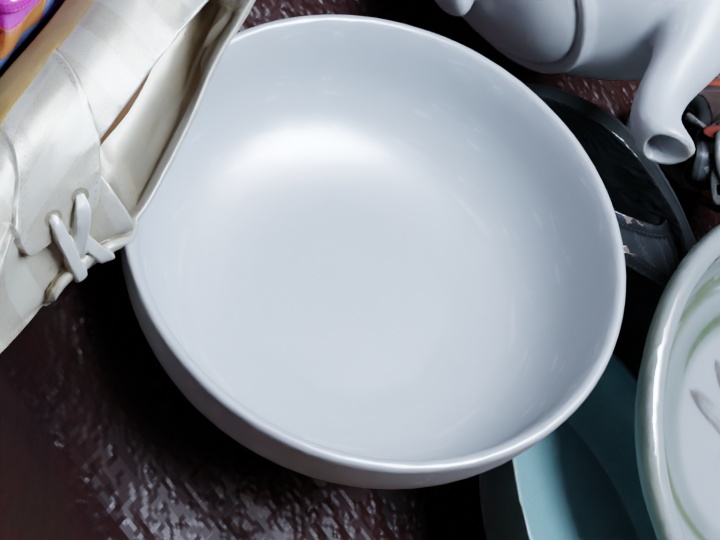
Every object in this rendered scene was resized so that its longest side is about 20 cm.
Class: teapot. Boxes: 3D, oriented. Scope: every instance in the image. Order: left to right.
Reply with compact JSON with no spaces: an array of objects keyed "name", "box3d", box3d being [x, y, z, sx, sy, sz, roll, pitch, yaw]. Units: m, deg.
[{"name":"teapot","box3d":[0.086,-0.162,0.849,0.146,0.200,0.198,-33,110,-19]}]

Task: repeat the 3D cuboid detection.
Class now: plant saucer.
[{"name":"plant saucer","box3d":[0.103,0.121,0.811,0.200,0.036,0.201,42,35,-38]},{"name":"plant saucer","box3d":[0.179,0.074,0.850,0.199,0.050,0.202,6,81,-39]}]

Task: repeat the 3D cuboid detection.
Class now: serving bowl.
[{"name":"serving bowl","box3d":[0.000,0.000,0.742,0.198,0.066,0.201,8,57,-12]}]

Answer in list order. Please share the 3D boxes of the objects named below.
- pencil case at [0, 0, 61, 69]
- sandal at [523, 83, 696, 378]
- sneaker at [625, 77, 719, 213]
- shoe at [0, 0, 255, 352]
[{"name":"pencil case","box3d":[-0.115,-0.151,0.708,0.088,0.088,0.200,49,48,-17]},{"name":"sandal","box3d":[0.120,0.000,0.881,0.201,0.075,0.048,53,41,-14]},{"name":"sneaker","box3d":[0.202,-0.041,0.927,0.081,0.200,0.078,-3,109,-32]},{"name":"shoe","box3d":[-0.092,-0.050,0.664,0.201,0.053,0.070,-64,164,-18]}]
